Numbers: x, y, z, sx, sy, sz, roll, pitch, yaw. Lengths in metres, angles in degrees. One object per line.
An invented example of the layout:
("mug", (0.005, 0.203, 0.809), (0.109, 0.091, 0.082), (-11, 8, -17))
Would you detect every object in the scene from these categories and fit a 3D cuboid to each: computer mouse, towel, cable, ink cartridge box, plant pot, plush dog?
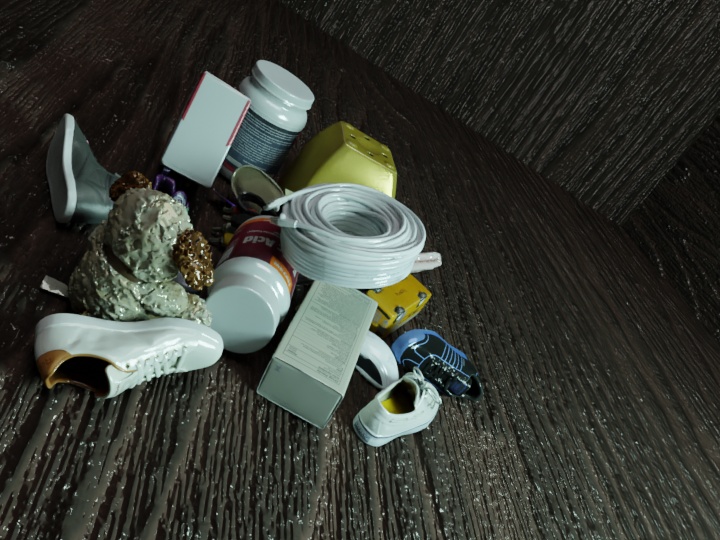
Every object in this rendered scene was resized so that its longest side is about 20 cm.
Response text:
("computer mouse", (-0.008, 0.100, 1.012), (0.199, 0.044, 0.109), (42, 24, 11))
("towel", (0.000, 0.000, 1.040), (0.189, 0.197, 0.033), (-7, 90, -49))
("cable", (-0.134, -0.062, 1.032), (0.195, 0.051, 0.099), (15, 56, -1))
("ink cartridge box", (-0.250, -0.216, 1.033), (0.082, 0.148, 0.200), (26, 0, -19))
("cable", (-0.013, -0.049, 0.890), (0.197, 0.071, 0.199), (28, 34, 20))
("plant pot", (-0.034, -0.153, 1.225), (0.191, 0.202, 0.197), (26, 26, -21))
("plush dog", (-0.251, -0.013, 0.731), (0.200, 0.173, 0.160), (43, 24, 13))

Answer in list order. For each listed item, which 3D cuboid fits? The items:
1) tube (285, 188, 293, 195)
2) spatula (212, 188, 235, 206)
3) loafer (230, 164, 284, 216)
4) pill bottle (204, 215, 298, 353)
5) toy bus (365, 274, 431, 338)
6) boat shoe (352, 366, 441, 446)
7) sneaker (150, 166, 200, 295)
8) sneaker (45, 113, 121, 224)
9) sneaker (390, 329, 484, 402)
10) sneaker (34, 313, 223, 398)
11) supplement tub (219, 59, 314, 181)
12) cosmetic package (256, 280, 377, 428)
("tube", (-0.049, -0.070, 1.120), (0.197, 0.053, 0.058), (27, -4, -31))
("spatula", (-0.184, -0.062, 1.082), (0.202, 0.020, 0.056), (55, 6, 26))
("loafer", (-0.154, -0.107, 1.106), (0.201, 0.075, 0.068), (50, -6, 16))
("pill bottle", (-0.144, 0.015, 0.895), (0.113, 0.115, 0.201), (30, 26, -12))
("toy bus", (0.057, 0.058, 1.128), (0.065, 0.079, 0.199), (42, 25, 12))
("boat shoe", (0.070, 0.178, 0.931), (0.075, 0.087, 0.200), (47, 27, 24))
("sneaker", (-0.259, -0.054, 0.894), (0.073, 0.088, 0.201), (7, 38, -46))
("sneaker", (-0.373, -0.132, 0.908), (0.098, 0.071, 0.203), (15, 39, -42))
("sneaker", (0.131, 0.156, 1.051), (0.198, 0.071, 0.078), (25, 22, -42))
("sneaker", (-0.237, 0.101, 0.692), (0.196, 0.074, 0.086), (5, 41, -31))
("supplement tub", (-0.185, -0.266, 1.218), (0.138, 0.202, 0.141), (28, 26, -15))
("cosmetic package", (-0.052, 0.098, 0.880), (0.102, 0.074, 0.201), (29, 35, -2))
